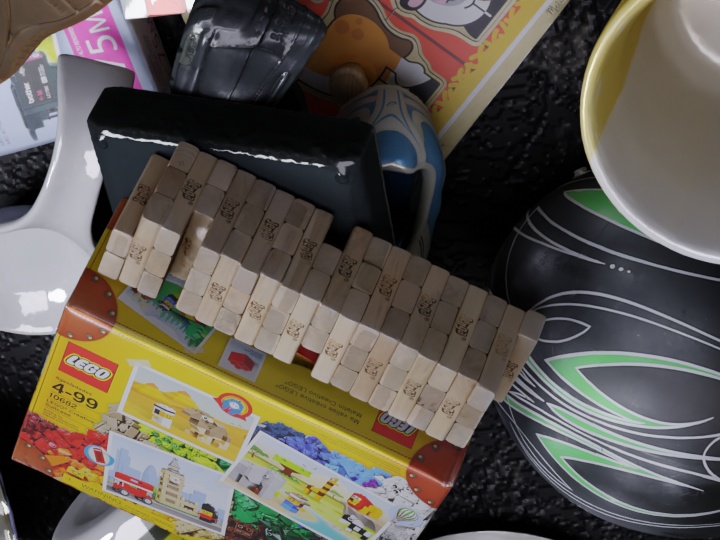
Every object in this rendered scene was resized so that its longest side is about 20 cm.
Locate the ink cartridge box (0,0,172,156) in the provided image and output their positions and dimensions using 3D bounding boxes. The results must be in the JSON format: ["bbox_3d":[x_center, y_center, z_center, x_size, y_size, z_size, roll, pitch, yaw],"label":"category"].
[{"bbox_3d":[-0.207,-0.117,1.284,0.200,0.042,0.120,-12,115,18],"label":"ink cartridge box"}]

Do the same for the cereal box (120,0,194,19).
[{"bbox_3d":[-0.034,-0.201,1.178,0.200,0.040,0.144,-5,108,22],"label":"cereal box"}]

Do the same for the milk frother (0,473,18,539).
[{"bbox_3d":[-0.310,0.123,1.386,0.188,0.180,0.200,-12,87,-21],"label":"milk frother"}]

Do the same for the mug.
[{"bbox_3d":[0.180,-0.118,1.144,0.149,0.153,0.187,-5,116,13],"label":"mug"}]

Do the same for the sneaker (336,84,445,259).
[{"bbox_3d":[0.000,0.000,1.270,0.072,0.073,0.200,9,127,2],"label":"sneaker"}]

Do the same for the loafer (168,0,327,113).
[{"bbox_3d":[-0.062,-0.074,1.226,0.070,0.068,0.201,19,150,-2],"label":"loafer"}]

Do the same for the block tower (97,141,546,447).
[{"bbox_3d":[-0.018,0.012,1.147,0.200,0.058,0.054,25,141,-2],"label":"block tower"}]

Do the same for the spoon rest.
[{"bbox_3d":[-0.165,-0.024,1.287,0.099,0.061,0.200,12,139,-14],"label":"spoon rest"}]

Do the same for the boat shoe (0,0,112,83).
[{"bbox_3d":[-0.174,-0.146,1.205,0.200,0.072,0.072,-23,123,42],"label":"boat shoe"}]

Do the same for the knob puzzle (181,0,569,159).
[{"bbox_3d":[-0.010,-0.146,1.235,0.219,0.030,0.220,5,119,9],"label":"knob puzzle"}]

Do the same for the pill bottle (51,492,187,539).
[{"bbox_3d":[-0.064,0.183,1.347,0.112,0.112,0.200,-35,105,25],"label":"pill bottle"}]

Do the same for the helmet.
[{"bbox_3d":[0.156,0.037,1.223,0.190,0.200,0.200,1,120,-9],"label":"helmet"}]

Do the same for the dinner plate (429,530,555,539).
[{"bbox_3d":[0.077,0.236,1.416,0.200,0.024,0.201,1,120,1],"label":"dinner plate"}]

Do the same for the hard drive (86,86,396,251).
[{"bbox_3d":[-0.049,-0.002,1.222,0.139,0.033,0.200,9,141,18],"label":"hard drive"}]

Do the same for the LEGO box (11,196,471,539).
[{"bbox_3d":[-0.056,0.071,1.222,0.200,0.077,0.149,25,142,-2],"label":"LEGO box"}]
